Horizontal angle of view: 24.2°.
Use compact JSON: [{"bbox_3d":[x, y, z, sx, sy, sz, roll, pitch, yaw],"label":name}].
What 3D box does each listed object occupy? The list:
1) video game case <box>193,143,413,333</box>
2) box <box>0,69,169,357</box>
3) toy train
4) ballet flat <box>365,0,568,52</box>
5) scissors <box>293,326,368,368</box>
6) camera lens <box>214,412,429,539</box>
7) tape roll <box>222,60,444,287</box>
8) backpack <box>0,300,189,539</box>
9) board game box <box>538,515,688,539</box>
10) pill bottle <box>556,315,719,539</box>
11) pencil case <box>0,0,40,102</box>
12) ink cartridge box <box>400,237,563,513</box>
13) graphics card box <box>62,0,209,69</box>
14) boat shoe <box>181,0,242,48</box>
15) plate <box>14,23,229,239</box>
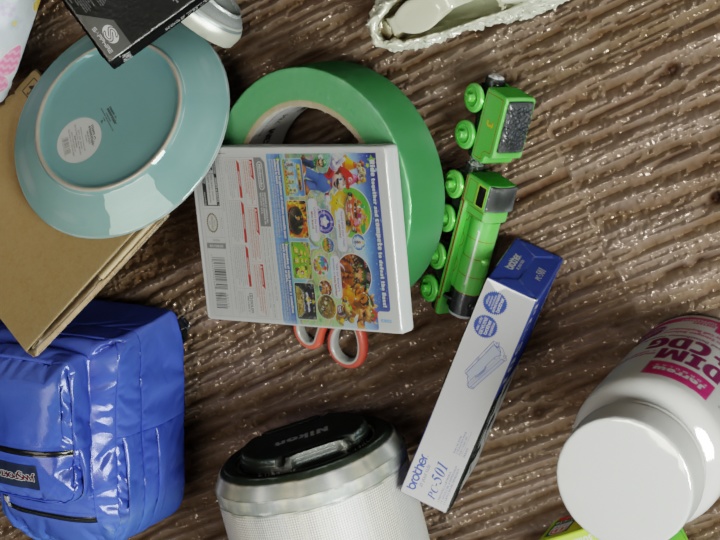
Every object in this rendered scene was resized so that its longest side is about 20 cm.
[{"bbox_3d":[-0.049,-0.027,1.309,0.200,0.018,0.143,3,103,38],"label":"video game case"},{"bbox_3d":[-0.270,-0.051,1.398,0.164,0.021,0.200,-47,60,5],"label":"box"},{"bbox_3d":[0.090,-0.052,1.286,0.056,0.042,0.200,38,124,46],"label":"toy train"},{"bbox_3d":[0.089,-0.205,1.231,0.200,0.072,0.072,-21,96,30],"label":"ballet flat"},{"bbox_3d":[0.000,0.000,1.357,0.073,0.014,0.200,38,129,17],"label":"scissors"},{"bbox_3d":[-0.023,0.228,1.375,0.160,0.160,0.200,-8,102,29],"label":"camera lens"},{"bbox_3d":[-0.027,-0.063,1.325,0.200,0.048,0.201,11,108,36],"label":"tape roll"},{"bbox_3d":[-0.250,0.141,1.454,0.162,0.168,0.200,8,110,32],"label":"backpack"},{"bbox_3d":[0.232,0.281,1.327,0.101,0.048,0.200,-24,94,31],"label":"board game box"},{"bbox_3d":[0.217,0.113,1.190,0.113,0.200,0.114,9,110,24],"label":"pill bottle"},{"bbox_3d":[-0.311,-0.240,1.401,0.091,0.083,0.200,17,109,-19],"label":"pencil case"},{"bbox_3d":[0.094,0.082,1.303,0.044,0.094,0.200,25,116,10],"label":"ink cartridge box"},{"bbox_3d":[-0.147,-0.262,1.280,0.200,0.051,0.126,-37,93,-5],"label":"graphics card box"},{"bbox_3d":[-0.154,-0.268,1.331,0.071,0.070,0.201,-40,91,21],"label":"boat shoe"},{"bbox_3d":[-0.201,-0.122,1.364,0.200,0.026,0.201,-8,67,19],"label":"plate"}]
